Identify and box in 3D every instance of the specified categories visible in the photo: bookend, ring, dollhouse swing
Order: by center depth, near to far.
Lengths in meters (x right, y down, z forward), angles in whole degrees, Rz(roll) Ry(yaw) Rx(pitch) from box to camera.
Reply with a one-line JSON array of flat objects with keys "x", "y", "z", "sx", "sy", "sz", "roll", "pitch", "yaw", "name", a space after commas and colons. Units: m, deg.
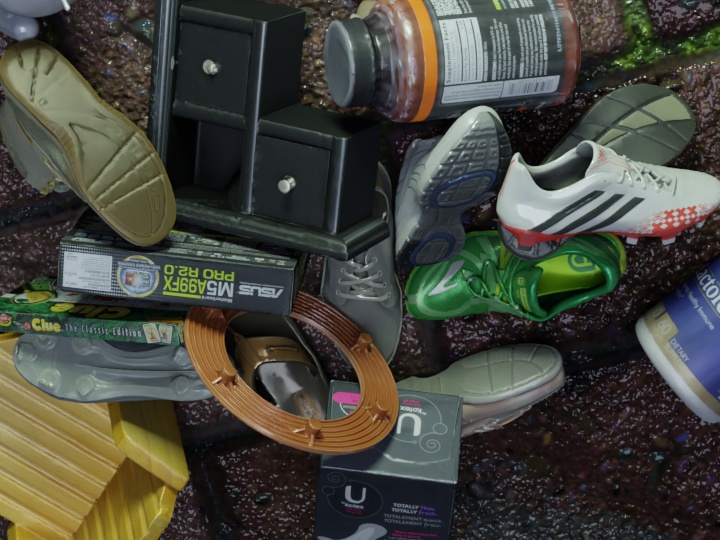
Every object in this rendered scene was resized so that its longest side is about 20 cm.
[{"x": -0.071, "y": -0.131, "z": 1.603, "sx": 0.199, "sy": 0.092, "sz": 0.200, "roll": 14, "pitch": 110, "yaw": 21, "name": "bookend"}, {"x": -0.054, "y": 0.075, "z": 1.611, "sx": 0.200, "sy": 0.201, "sz": 0.019, "roll": 29, "pitch": 122, "yaw": -5, "name": "ring"}, {"x": -0.286, "y": 0.187, "z": 1.725, "sx": 0.175, "sy": 0.182, "sz": 0.200, "roll": 27, "pitch": 110, "yaw": -26, "name": "dollhouse swing"}]

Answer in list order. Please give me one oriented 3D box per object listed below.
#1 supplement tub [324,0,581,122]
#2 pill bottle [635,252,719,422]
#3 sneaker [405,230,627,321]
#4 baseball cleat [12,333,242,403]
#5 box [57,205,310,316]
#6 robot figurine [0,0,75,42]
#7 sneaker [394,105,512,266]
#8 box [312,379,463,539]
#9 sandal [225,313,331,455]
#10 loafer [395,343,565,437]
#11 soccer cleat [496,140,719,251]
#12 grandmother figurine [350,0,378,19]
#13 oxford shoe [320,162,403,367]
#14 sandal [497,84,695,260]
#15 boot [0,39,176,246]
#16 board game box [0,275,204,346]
[{"x": 0.073, "y": -0.178, "z": 1.569, "sx": 0.199, "sy": 0.107, "sz": 0.108, "roll": -7, "pitch": 109, "yaw": -18, "name": "supplement tub"}, {"x": 0.345, "y": 0.029, "z": 1.644, "sx": 0.200, "sy": 0.116, "sz": 0.116, "roll": -41, "pitch": 101, "yaw": 14, "name": "pill bottle"}, {"x": 0.133, "y": 0.004, "z": 1.669, "sx": 0.198, "sy": 0.084, "sz": 0.075, "roll": -11, "pitch": 107, "yaw": 9, "name": "sneaker"}, {"x": -0.204, "y": 0.090, "z": 1.693, "sx": 0.198, "sy": 0.106, "sz": 0.070, "roll": 8, "pitch": 84, "yaw": 10, "name": "baseball cleat"}, {"x": -0.147, "y": -0.015, "z": 1.645, "sx": 0.198, "sy": 0.160, "sz": 0.045, "roll": 6, "pitch": 107, "yaw": 2, "name": "box"}, {"x": -0.290, "y": -0.275, "z": 1.561, "sx": 0.199, "sy": 0.112, "sz": 0.171, "roll": 29, "pitch": 129, "yaw": 40, "name": "robot figurine"}, {"x": 0.065, "y": -0.082, "z": 1.603, "sx": 0.074, "sy": 0.088, "sz": 0.200, "roll": -3, "pitch": 152, "yaw": -23, "name": "sneaker"}, {"x": 0.021, "y": 0.206, "z": 1.695, "sx": 0.121, "sy": 0.106, "sz": 0.201, "roll": 7, "pitch": 134, "yaw": 1, "name": "box"}, {"x": -0.079, "y": 0.090, "z": 1.729, "sx": 0.080, "sy": 0.054, "sz": 0.200, "roll": -34, "pitch": 102, "yaw": 14, "name": "sandal"}, {"x": 0.095, "y": 0.121, "z": 1.726, "sx": 0.199, "sy": 0.072, "sz": 0.063, "roll": -17, "pitch": 123, "yaw": 16, "name": "loafer"}, {"x": 0.208, "y": -0.068, "z": 1.569, "sx": 0.198, "sy": 0.069, "sz": 0.086, "roll": -6, "pitch": 127, "yaw": -11, "name": "soccer cleat"}, {"x": 0.027, "y": -0.274, "z": 1.604, "sx": 0.121, "sy": 0.060, "sz": 0.201, "roll": 21, "pitch": 114, "yaw": 27, "name": "grandmother figurine"}, {"x": 0.000, "y": 0.000, "z": 1.693, "sx": 0.075, "sy": 0.058, "sz": 0.201, "roll": 0, "pitch": 110, "yaw": 1, "name": "oxford shoe"}, {"x": 0.198, "y": -0.087, "z": 1.645, "sx": 0.201, "sy": 0.057, "sz": 0.080, "roll": -38, "pitch": 84, "yaw": -1, "name": "sandal"}, {"x": -0.237, "y": -0.090, "z": 1.625, "sx": 0.072, "sy": 0.155, "sz": 0.200, "roll": -40, "pitch": 88, "yaw": -20, "name": "boot"}, {"x": -0.223, "y": 0.034, "z": 1.666, "sx": 0.199, "sy": 0.105, "sz": 0.024, "roll": 4, "pitch": 110, "yaw": 22, "name": "board game box"}]
